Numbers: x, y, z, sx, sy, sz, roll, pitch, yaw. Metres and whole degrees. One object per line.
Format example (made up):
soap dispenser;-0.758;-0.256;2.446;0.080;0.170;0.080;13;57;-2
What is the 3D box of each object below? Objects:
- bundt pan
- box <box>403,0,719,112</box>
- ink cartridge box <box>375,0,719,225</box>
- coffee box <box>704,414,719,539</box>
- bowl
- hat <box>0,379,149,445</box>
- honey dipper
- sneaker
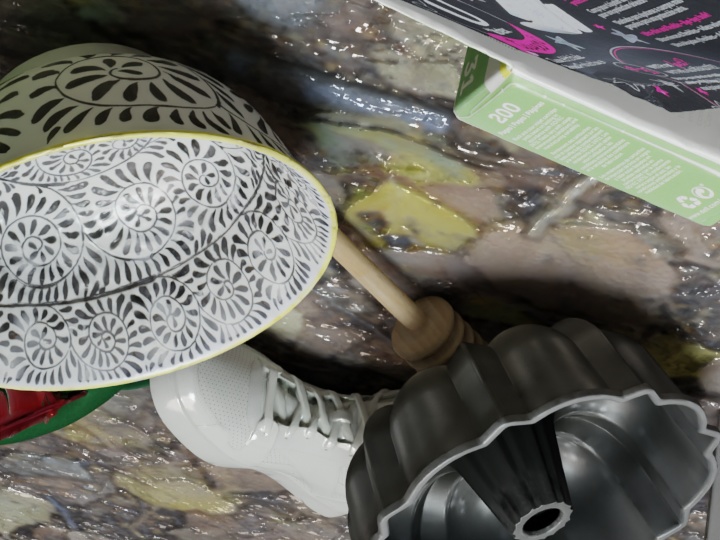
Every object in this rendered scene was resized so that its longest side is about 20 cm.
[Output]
bundt pan;0.079;0.099;1.081;0.200;0.076;0.203;-17;143;-13
box;0.082;-0.124;0.548;0.114;0.133;0.200;21;179;-10
ink cartridge box;0.055;-0.119;0.702;0.199;0.146;0.048;22;154;-16
coffee box;0.282;0.153;1.123;0.198;0.115;0.080;7;150;10
bowl;-0.117;-0.037;0.935;0.199;0.095;0.201;-12;150;-7
hat;-0.197;0.088;1.121;0.165;0.177;0.200;-9;145;33
honey dipper;0.000;0.000;1.042;0.038;0.038;0.200;-11;142;35
sneaker;-0.016;0.076;1.153;0.115;0.074;0.200;-12;152;32
